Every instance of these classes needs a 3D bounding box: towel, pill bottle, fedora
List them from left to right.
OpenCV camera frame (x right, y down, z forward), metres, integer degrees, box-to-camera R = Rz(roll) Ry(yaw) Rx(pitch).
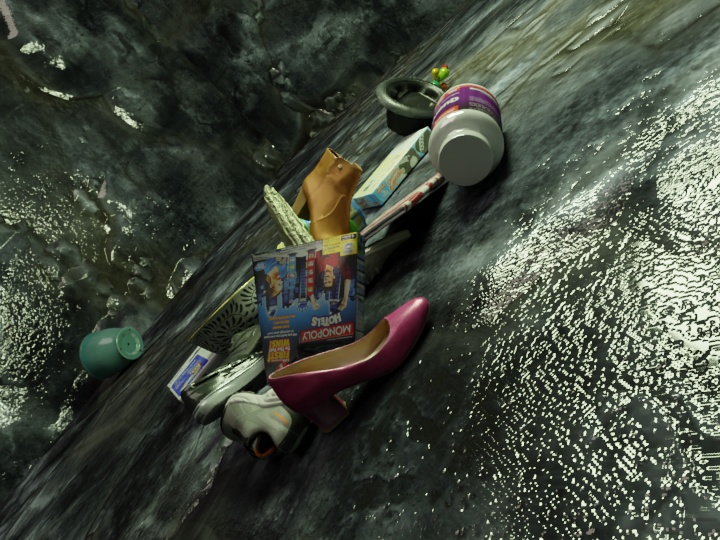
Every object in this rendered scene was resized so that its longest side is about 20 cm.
[{"bbox_3d":[-0.110,-0.046,0.991,0.036,0.149,0.200,-31,53,-10],"label":"towel"},{"bbox_3d":[0.061,-0.096,0.933,0.144,0.023,0.200,-35,5,35],"label":"towel"},{"bbox_3d":[0.120,-0.375,1.329,0.201,0.199,0.092,-67,-5,-49],"label":"fedora"},{"bbox_3d":[0.164,-0.209,0.875,0.112,0.112,0.201,-36,20,29],"label":"pill bottle"}]

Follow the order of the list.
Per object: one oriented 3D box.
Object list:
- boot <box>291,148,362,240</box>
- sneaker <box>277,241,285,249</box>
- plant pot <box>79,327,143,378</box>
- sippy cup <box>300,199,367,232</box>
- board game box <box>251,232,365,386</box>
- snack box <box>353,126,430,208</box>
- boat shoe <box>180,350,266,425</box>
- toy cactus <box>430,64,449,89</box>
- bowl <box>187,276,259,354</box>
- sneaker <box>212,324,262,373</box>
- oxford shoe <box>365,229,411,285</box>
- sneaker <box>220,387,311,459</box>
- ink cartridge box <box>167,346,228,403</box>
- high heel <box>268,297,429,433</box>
[{"bbox_3d":[-0.036,-0.112,0.978,0.201,0.070,0.144,49,114,31],"label":"boot"},{"bbox_3d":[-0.145,0.023,1.103,0.105,0.076,0.200,-50,31,10],"label":"sneaker"},{"bbox_3d":[-1.006,0.323,2.324,0.187,0.201,0.201,-20,27,24],"label":"plant pot"},{"bbox_3d":[-0.062,-0.086,1.124,0.130,0.140,0.178,-39,56,-12],"label":"sippy cup"},{"bbox_3d":[-0.072,0.064,0.811,0.199,0.061,0.202,-9,73,33],"label":"board game box"},{"bbox_3d":[0.073,-0.223,1.241,0.200,0.037,0.116,-51,17,-13],"label":"snack box"},{"bbox_3d":[-0.178,0.154,0.848,0.200,0.056,0.069,-31,-26,-50],"label":"boat shoe"},{"bbox_3d":[0.160,-0.459,1.496,0.199,0.102,0.166,-32,31,17],"label":"toy cactus"},{"bbox_3d":[-0.234,0.103,1.116,0.201,0.094,0.201,-43,3,3],"label":"bowl"},{"bbox_3d":[-0.208,0.167,0.983,0.200,0.076,0.114,-52,16,-28],"label":"sneaker"},{"bbox_3d":[0.000,0.000,0.902,0.199,0.058,0.075,-34,0,-8],"label":"oxford shoe"},{"bbox_3d":[-0.134,0.204,0.733,0.200,0.074,0.080,-26,32,48],"label":"sneaker"},{"bbox_3d":[-0.341,0.203,1.264,0.198,0.047,0.200,-54,17,-17],"label":"ink cartridge box"},{"bbox_3d":[-0.011,0.088,0.655,0.200,0.096,0.067,-46,17,3],"label":"high heel"}]
